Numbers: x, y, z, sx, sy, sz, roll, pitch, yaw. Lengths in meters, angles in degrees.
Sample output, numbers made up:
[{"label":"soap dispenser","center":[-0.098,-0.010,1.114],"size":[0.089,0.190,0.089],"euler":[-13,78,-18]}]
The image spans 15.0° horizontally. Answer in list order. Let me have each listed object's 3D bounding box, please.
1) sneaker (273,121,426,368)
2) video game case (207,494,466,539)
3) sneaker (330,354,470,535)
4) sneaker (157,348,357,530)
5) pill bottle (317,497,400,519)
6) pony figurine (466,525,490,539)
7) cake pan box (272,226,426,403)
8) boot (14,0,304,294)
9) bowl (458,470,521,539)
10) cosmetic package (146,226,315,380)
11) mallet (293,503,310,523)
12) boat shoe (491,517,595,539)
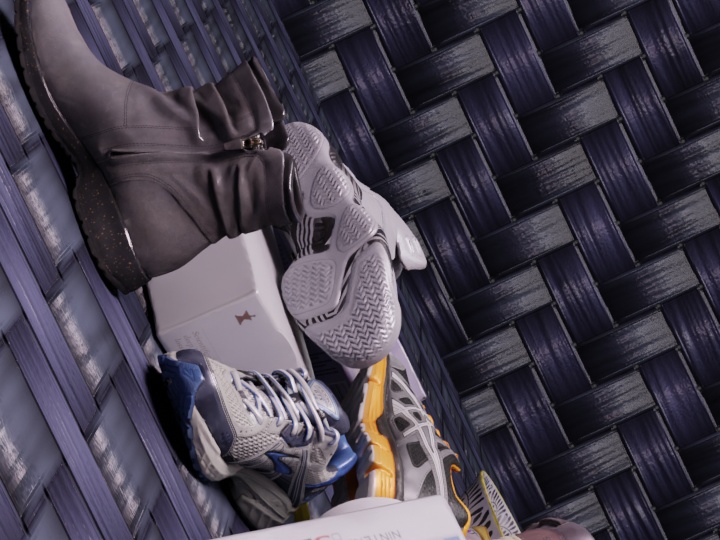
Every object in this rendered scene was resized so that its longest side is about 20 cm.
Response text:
[{"label":"sneaker","center":[0.000,0.000,1.725],"size":[0.115,0.075,0.200],"euler":[42,17,-44]},{"label":"video game case","center":[0.020,0.217,1.417],"size":[0.182,0.022,0.200],"euler":[-7,62,-44]},{"label":"sneaker","center":[0.023,0.118,1.719],"size":[0.077,0.078,0.200],"euler":[20,26,-12]},{"label":"sneaker","center":[-0.056,0.084,1.589],"size":[0.200,0.085,0.077],"euler":[53,13,-65]},{"label":"pill bottle","center":[0.022,0.225,1.554],"size":[0.200,0.112,0.112],"euler":[-108,171,-51]},{"label":"pony figurine","center":[0.078,0.242,2.005],"size":[0.193,0.166,0.200],"euler":[59,17,25]},{"label":"cake pan box","center":[-0.039,0.022,1.904],"size":[0.184,0.052,0.200],"euler":[63,-17,-2]},{"label":"boot","center":[-0.113,-0.094,1.575],"size":[0.070,0.132,0.200],"euler":[44,22,-75]},{"label":"bowl","center":[0.102,0.275,2.266],"size":[0.201,0.094,0.201],"euler":[-24,90,-85]},{"label":"cosmetic package","center":[-0.090,0.002,1.710],"size":[0.200,0.074,0.102],"euler":[-105,169,-53]},{"label":"mallet","center":[-0.032,0.172,1.734],"size":[0.066,0.041,0.200],"euler":[63,10,-46]},{"label":"boat shoe","center":[0.101,0.180,1.557],"size":[0.200,0.065,0.072],"euler":[92,-20,-75]}]
